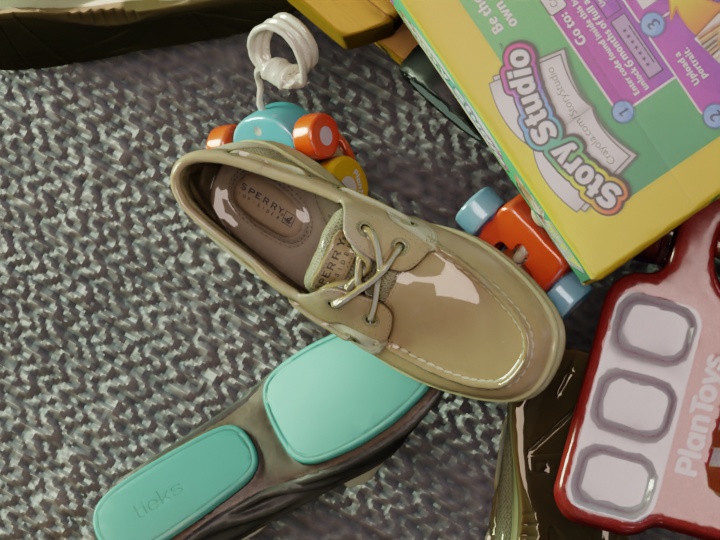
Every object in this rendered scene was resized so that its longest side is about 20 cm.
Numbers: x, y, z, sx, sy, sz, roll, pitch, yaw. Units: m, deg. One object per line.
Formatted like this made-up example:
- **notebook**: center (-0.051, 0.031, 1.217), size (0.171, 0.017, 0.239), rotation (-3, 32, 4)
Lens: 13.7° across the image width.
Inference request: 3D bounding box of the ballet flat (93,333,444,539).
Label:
- **ballet flat**: center (-0.036, 0.085, 1.426), size (0.200, 0.068, 0.068), rotation (-29, 62, 12)

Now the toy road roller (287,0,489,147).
- **toy road roller**: center (0.030, -0.149, 1.397), size (0.200, 0.146, 0.123), rotation (40, 89, 1)

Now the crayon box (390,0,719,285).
- **crayon box**: center (0.113, -0.123, 1.295), size (0.172, 0.058, 0.200), rotation (-34, 88, 1)

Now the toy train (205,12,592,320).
- **toy train**: center (0.022, -0.033, 1.414), size (0.200, 0.056, 0.150), rotation (42, 132, 12)

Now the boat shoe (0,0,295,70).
- **boat shoe**: center (-0.131, -0.144, 1.474), size (0.201, 0.072, 0.066), rotation (-6, 72, 8)

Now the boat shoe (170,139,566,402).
- **boat shoe**: center (0.000, 0.000, 1.353), size (0.200, 0.065, 0.072), rotation (32, 104, 25)

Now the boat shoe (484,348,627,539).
- **boat shoe**: center (0.090, 0.137, 1.411), size (0.073, 0.063, 0.201), rotation (-1, 89, -8)

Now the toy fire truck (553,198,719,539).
- **toy fire truck**: center (0.187, 0.034, 1.363), size (0.168, 0.112, 0.200), rotation (14, 84, 2)
